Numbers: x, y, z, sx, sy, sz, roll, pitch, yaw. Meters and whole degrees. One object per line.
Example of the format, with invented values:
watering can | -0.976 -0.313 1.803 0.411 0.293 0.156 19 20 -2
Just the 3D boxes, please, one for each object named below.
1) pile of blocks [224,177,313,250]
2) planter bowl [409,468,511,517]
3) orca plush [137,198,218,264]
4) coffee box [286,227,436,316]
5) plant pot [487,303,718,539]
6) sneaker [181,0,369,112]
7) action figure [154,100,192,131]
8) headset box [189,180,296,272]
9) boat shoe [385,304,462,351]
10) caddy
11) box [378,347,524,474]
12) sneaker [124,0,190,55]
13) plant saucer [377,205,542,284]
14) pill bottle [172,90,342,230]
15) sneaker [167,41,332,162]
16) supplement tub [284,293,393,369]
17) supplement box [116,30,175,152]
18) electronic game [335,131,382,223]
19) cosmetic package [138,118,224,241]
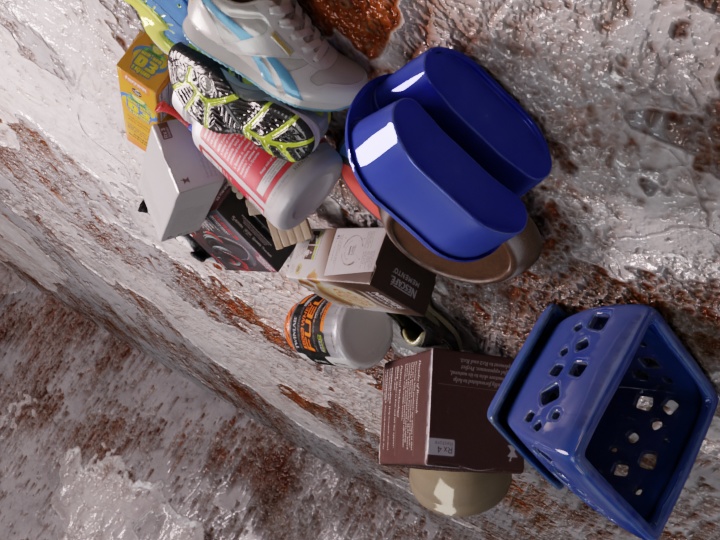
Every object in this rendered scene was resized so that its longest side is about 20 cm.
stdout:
pile of blocks | -0.139 -0.122 1.083 0.200 0.082 0.062 47 -161 -10
planter bowl | 0.182 0.333 1.414 0.197 0.199 0.138 15 125 37
orca plush | -0.300 -0.089 1.380 0.199 0.071 0.106 41 -158 -7
coffee box | 0.000 0.000 1.065 0.113 0.082 0.198 29 164 -35
plant pot | 0.277 0.165 0.905 0.200 0.202 0.178 44 161 -28
sneaker | -0.077 -0.226 0.743 0.196 0.077 0.081 25 134 -7
action figure | -0.167 -0.172 0.983 0.198 0.066 0.051 34 171 -26
headset box | -0.200 -0.073 1.224 0.198 0.076 0.149 3 143 51
boat shoe | 0.089 0.085 1.160 0.071 0.067 0.201 5 146 43
caddy | 0.078 -0.102 0.698 0.199 0.143 0.104 40 152 -15
box | 0.138 0.224 1.181 0.162 0.169 0.200 10 164 -18
sneaker | -0.216 -0.311 0.784 0.103 0.077 0.199 -10 141 43
plant saucer | 0.104 -0.039 0.849 0.195 0.033 0.201 20 156 9
pill bottle | -0.123 -0.154 0.881 0.200 0.112 0.113 44 160 9
sneaker | -0.118 -0.184 0.805 0.197 0.077 0.076 32 137 12
supplement tub | -0.044 0.101 1.301 0.122 0.124 0.198 43 155 -25
supplement box | -0.283 -0.231 1.028 0.066 0.070 0.200 32 157 -1
electronic game | 0.056 -0.093 0.876 0.197 0.042 0.201 28 157 12
cosmetic package | -0.257 -0.126 1.071 0.104 0.073 0.200 66 153 6
